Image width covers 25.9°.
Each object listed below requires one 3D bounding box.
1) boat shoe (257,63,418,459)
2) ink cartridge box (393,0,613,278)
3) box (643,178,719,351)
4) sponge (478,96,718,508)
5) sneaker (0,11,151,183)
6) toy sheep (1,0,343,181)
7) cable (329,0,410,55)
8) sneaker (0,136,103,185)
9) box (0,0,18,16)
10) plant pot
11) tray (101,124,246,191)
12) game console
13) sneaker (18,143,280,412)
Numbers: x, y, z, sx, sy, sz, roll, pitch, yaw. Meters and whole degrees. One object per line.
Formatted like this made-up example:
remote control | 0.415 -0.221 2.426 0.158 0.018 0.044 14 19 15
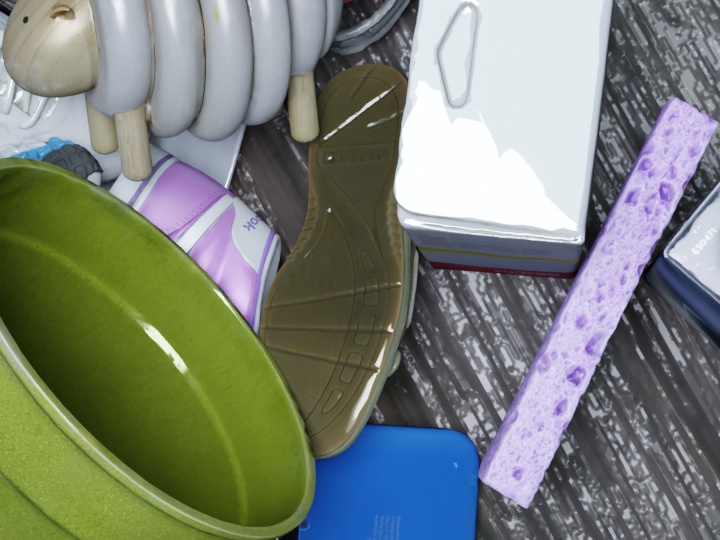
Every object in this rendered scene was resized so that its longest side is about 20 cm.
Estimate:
boat shoe | -0.002 -0.001 0.786 0.072 0.063 0.203 0 69 19
ink cartridge box | 0.072 -0.077 0.738 0.082 0.200 0.147 6 87 7
box | 0.241 0.020 0.710 0.200 0.198 0.124 41 93 8
sponge | 0.115 0.016 0.770 0.030 0.112 0.202 27 90 7
sneaker | -0.194 -0.099 0.786 0.199 0.080 0.071 27 81 -20
toy sheep | -0.076 -0.124 0.756 0.198 0.138 0.139 -17 83 -24
cable | 0.033 -0.183 0.823 0.198 0.050 0.098 -21 72 7
sneaker | -0.196 0.018 0.801 0.200 0.087 0.075 -44 44 7
box | -0.224 -0.189 0.824 0.198 0.100 0.076 21 88 17
plant pot | -0.156 0.091 0.690 0.193 0.200 0.201 -42 82 17
tray | -0.118 -0.063 0.851 0.106 0.022 0.203 16 88 7
game console | -0.041 0.177 0.825 0.169 0.118 0.203 6 86 -24
sneaker | -0.113 0.050 0.797 0.114 0.073 0.202 32 96 3
